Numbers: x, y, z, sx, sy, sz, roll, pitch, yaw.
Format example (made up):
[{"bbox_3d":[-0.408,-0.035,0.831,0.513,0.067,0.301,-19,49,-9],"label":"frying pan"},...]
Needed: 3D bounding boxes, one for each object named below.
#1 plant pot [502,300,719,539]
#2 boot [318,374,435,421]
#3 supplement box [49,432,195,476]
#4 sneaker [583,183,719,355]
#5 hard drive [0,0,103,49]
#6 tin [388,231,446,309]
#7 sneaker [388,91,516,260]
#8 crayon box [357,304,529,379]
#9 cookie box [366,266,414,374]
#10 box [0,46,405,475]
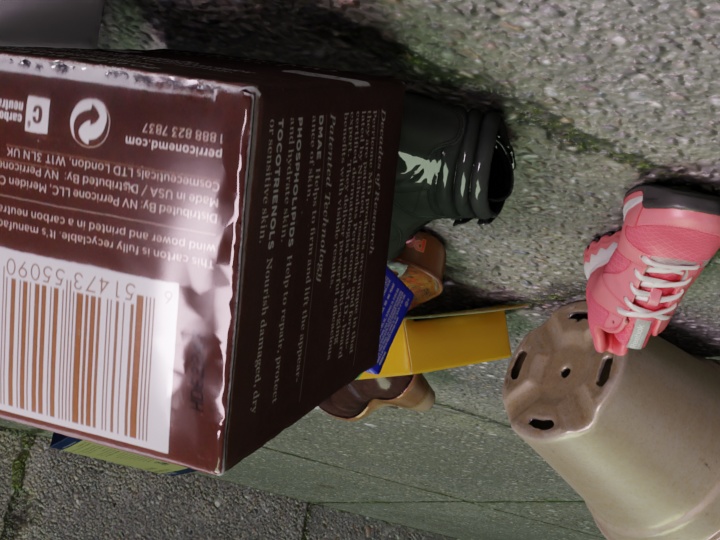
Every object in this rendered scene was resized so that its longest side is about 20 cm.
[{"bbox_3d":[0.231,0.127,0.988,0.183,0.203,0.199,36,152,-30],"label":"plant pot"},{"bbox_3d":[-0.024,0.107,1.288,0.198,0.073,0.166,-5,144,46],"label":"boot"},{"bbox_3d":[-0.331,0.211,1.648,0.197,0.136,0.200,17,162,-19],"label":"supplement box"},{"bbox_3d":[0.200,0.007,0.759,0.073,0.088,0.200,10,163,0],"label":"sneaker"},{"bbox_3d":[-0.194,-0.089,0.582,0.026,0.132,0.200,44,148,8],"label":"hard drive"},{"bbox_3d":[0.000,0.000,0.947,0.110,0.042,0.200,12,164,-17],"label":"tin"},{"bbox_3d":[0.046,-0.045,0.715,0.098,0.072,0.200,14,159,8],"label":"sneaker"},{"bbox_3d":[0.048,0.068,1.037,0.126,0.052,0.199,-5,175,-36],"label":"crayon box"},{"bbox_3d":[-0.084,-0.011,0.820,0.170,0.076,0.200,8,155,40],"label":"cookie box"},{"bbox_3d":[-0.089,-0.022,0.563,0.164,0.167,0.200,10,-167,18],"label":"box"}]
